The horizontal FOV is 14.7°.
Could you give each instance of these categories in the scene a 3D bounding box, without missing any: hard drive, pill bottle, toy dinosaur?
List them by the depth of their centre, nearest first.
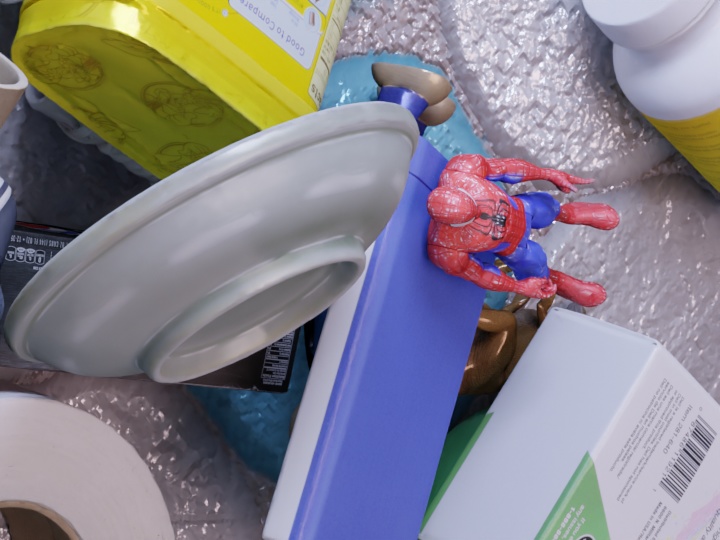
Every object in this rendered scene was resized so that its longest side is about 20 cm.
[{"bbox_3d":[0.015,0.048,1.346,0.132,0.025,0.201,38,65,-62],"label":"hard drive"},{"bbox_3d":[0.060,0.043,1.469,0.199,0.060,0.107,-19,112,-35],"label":"toy dinosaur"},{"bbox_3d":[0.208,-0.110,1.523,0.200,0.112,0.112,40,74,-37],"label":"pill bottle"}]

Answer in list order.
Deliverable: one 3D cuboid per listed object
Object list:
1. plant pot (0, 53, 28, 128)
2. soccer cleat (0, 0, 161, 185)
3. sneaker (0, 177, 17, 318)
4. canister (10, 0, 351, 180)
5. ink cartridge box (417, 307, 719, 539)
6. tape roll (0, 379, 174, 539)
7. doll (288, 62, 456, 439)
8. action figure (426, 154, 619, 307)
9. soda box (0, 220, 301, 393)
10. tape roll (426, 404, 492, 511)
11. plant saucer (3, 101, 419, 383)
[{"bbox_3d":[-0.262,-0.027,1.133,0.187,0.187,0.201,20,100,-40],"label":"plant pot"},{"bbox_3d":[-0.108,-0.076,1.305,0.086,0.070,0.201,-40,115,-22],"label":"soccer cleat"},{"bbox_3d":[-0.190,0.056,1.179,0.079,0.078,0.201,34,80,-13],"label":"sneaker"},{"bbox_3d":[-0.062,-0.152,1.245,0.148,0.086,0.201,37,58,-37],"label":"canister"},{"bbox_3d":[0.142,0.137,1.465,0.200,0.084,0.145,43,74,-40],"label":"ink cartridge box"},{"bbox_3d":[-0.185,0.151,1.285,0.202,0.071,0.204,-10,106,-38],"label":"tape roll"},{"bbox_3d":[0.000,0.000,1.385,0.136,0.048,0.201,65,39,-77],"label":"doll"},{"bbox_3d":[0.079,-0.021,1.370,0.200,0.051,0.066,13,92,-62],"label":"action figure"},{"bbox_3d":[-0.123,0.015,1.305,0.199,0.071,0.064,9,93,-40],"label":"soda box"},{"bbox_3d":[0.092,0.171,1.522,0.200,0.048,0.202,-14,112,-39],"label":"tape roll"},{"bbox_3d":[-0.054,0.001,1.191,0.199,0.200,0.050,-22,76,-34],"label":"plant saucer"}]
